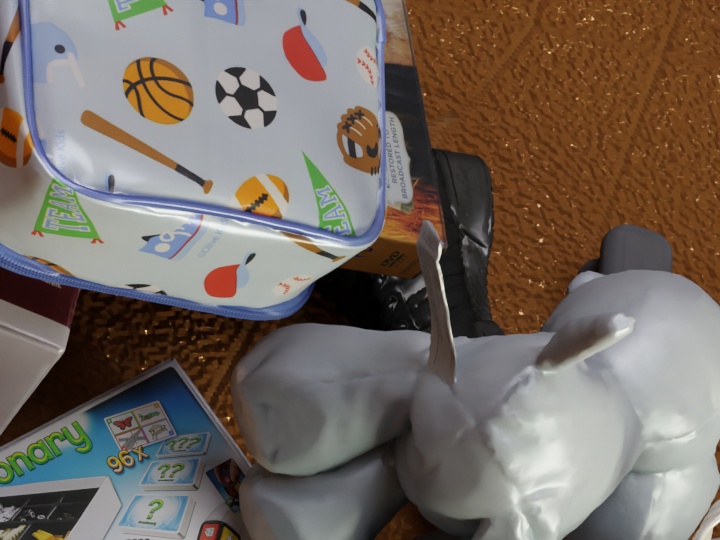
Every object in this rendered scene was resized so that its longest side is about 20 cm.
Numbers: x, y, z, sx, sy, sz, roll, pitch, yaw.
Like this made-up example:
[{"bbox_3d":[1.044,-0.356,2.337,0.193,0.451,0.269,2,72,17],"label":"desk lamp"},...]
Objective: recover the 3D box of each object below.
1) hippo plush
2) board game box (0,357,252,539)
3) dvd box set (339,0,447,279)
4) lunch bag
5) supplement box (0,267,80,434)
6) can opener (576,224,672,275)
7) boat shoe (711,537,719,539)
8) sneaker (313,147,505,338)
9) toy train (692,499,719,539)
[{"bbox_3d":[0.056,0.049,1.080,0.159,0.201,0.161,25,33,29],"label":"hippo plush"},{"bbox_3d":[-0.110,0.126,1.069,0.200,0.035,0.126,-27,75,-37],"label":"board game box"},{"bbox_3d":[-0.067,-0.079,1.094,0.199,0.029,0.147,10,57,-31],"label":"dvd box set"},{"bbox_3d":[-0.073,-0.088,1.022,0.160,0.076,0.201,10,58,-29],"label":"lunch bag"},{"bbox_3d":[-0.135,-0.034,1.115,0.061,0.109,0.201,22,52,-16],"label":"supplement box"},{"bbox_3d":[0.092,0.066,1.199,0.066,0.053,0.201,22,52,-11],"label":"can opener"},{"bbox_3d":[0.176,0.139,1.113,0.199,0.066,0.072,-4,96,-8],"label":"boat shoe"},{"bbox_3d":[0.001,-0.002,1.197,0.104,0.060,0.200,14,49,-19],"label":"sneaker"},{"bbox_3d":[0.191,0.160,1.065,0.199,0.056,0.151,20,83,-11],"label":"toy train"}]
